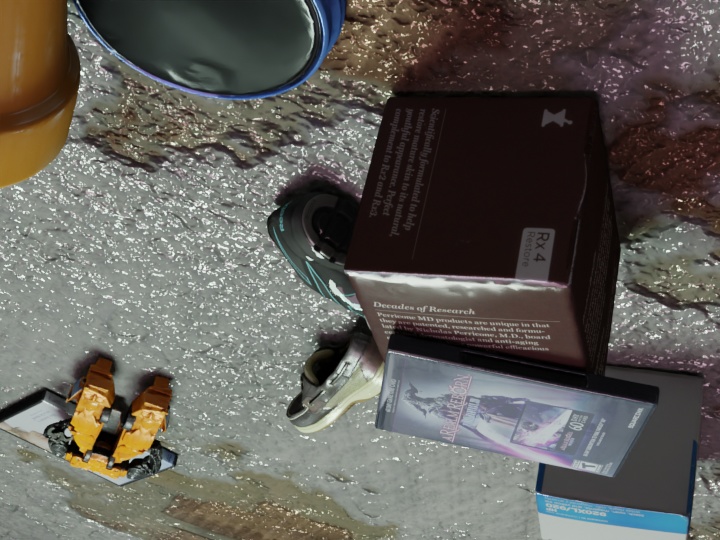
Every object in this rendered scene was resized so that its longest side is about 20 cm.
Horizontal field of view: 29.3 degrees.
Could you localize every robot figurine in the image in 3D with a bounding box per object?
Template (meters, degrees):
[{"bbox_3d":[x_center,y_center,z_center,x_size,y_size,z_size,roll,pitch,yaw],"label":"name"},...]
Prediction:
[{"bbox_3d":[-0.289,0.181,1.610,0.145,0.058,0.200,20,143,-11],"label":"robot figurine"}]

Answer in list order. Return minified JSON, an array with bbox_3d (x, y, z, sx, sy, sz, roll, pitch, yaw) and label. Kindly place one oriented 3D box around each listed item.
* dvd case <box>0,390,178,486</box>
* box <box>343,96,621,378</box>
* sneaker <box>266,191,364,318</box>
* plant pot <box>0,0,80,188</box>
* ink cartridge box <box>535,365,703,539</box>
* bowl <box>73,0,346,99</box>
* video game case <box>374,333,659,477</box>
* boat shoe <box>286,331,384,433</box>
[{"bbox_3d":[-0.349,0.216,1.744,0.200,0.018,0.143,32,144,-28],"label":"dvd case"},{"bbox_3d":[0.102,-0.008,1.054,0.164,0.166,0.200,3,147,19],"label":"box"},{"bbox_3d":[0.000,0.000,1.218,0.200,0.076,0.079,43,150,-28],"label":"sneaker"},{"bbox_3d":[-0.275,-0.184,0.912,0.200,0.201,0.184,19,129,-8],"label":"plant pot"},{"bbox_3d":[0.256,0.207,1.359,0.144,0.148,0.200,5,148,14],"label":"ink cartridge box"},{"bbox_3d":[-0.111,-0.193,0.965,0.200,0.039,0.201,10,149,6],"label":"bowl"},{"bbox_3d":[0.114,0.106,1.058,0.199,0.019,0.143,10,150,2],"label":"video game case"},{"bbox_3d":[-0.027,0.106,1.397,0.065,0.073,0.200,35,141,-13],"label":"boat shoe"}]
